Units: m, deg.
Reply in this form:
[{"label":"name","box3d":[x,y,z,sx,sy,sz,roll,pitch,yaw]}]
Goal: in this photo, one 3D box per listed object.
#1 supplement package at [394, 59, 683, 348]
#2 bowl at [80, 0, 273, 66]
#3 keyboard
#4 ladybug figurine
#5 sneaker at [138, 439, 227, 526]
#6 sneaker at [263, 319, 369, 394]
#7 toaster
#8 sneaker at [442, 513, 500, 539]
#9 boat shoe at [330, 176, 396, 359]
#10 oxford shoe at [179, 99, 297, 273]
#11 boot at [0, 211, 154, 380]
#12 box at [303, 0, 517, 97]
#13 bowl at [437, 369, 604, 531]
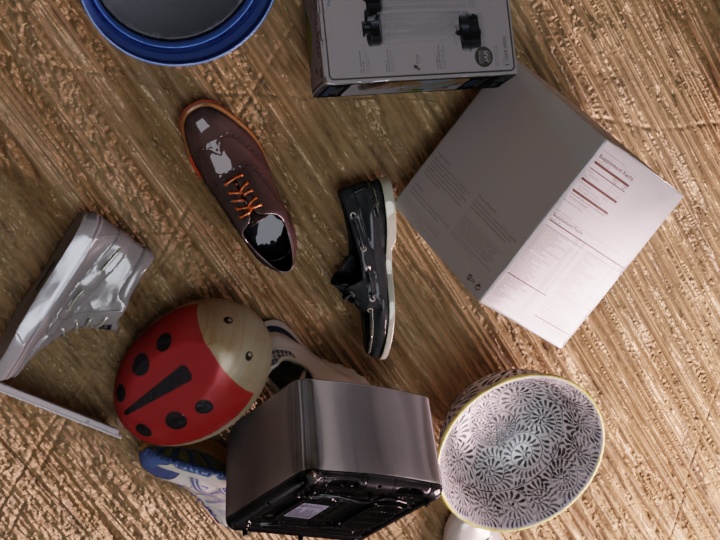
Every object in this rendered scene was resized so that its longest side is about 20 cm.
[{"label":"supplement package","box3d":[0.178,-0.071,1.644,0.147,0.191,0.201,28,105,-41]},{"label":"bowl","box3d":[-0.174,-0.295,1.527,0.199,0.039,0.203,-7,117,-14]},{"label":"keyboard","box3d":[-0.342,0.133,1.673,0.199,0.056,0.011,26,82,-26]},{"label":"ladybug figurine","box3d":[-0.182,0.111,1.669,0.199,0.072,0.136,-38,85,19]},{"label":"sneaker","box3d":[-0.157,0.242,1.771,0.198,0.075,0.089,18,113,-21]},{"label":"sneaker","box3d":[-0.046,0.136,1.752,0.199,0.081,0.077,34,100,-29]},{"label":"toaster","box3d":[-0.027,0.202,1.683,0.179,0.120,0.200,10,151,-31]},{"label":"sneaker","box3d":[0.145,0.378,1.924,0.072,0.085,0.202,-13,116,-9]},{"label":"boat shoe","box3d":[0.001,0.001,1.704,0.065,0.075,0.201,-4,115,-12]},{"label":"oxford shoe","box3d":[-0.116,-0.084,1.627,0.071,0.073,0.201,-32,119,1]},{"label":"boot","box3d":[-0.290,0.044,1.633,0.095,0.074,0.201,31,102,-20]},{"label":"box","box3d":[0.047,-0.237,1.585,0.198,0.060,0.118,-6,85,-15]},{"label":"bowl","box3d":[0.167,0.184,1.823,0.199,0.094,0.203,-7,117,-13]}]
